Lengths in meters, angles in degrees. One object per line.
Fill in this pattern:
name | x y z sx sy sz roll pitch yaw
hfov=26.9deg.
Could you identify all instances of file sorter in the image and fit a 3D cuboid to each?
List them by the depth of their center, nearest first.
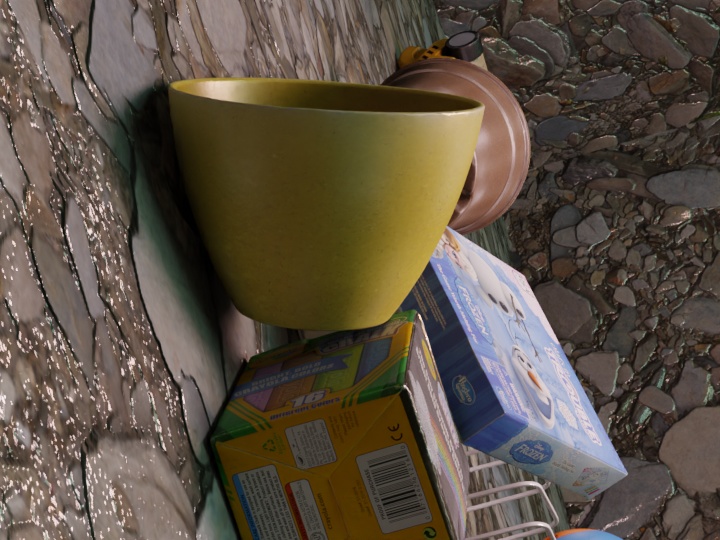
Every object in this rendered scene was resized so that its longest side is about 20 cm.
file sorter | 0.132 0.220 1.584 0.139 0.124 0.201 61 17 -53

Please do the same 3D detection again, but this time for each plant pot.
plant pot | -0.025 -0.042 0.959 0.200 0.199 0.143 -62 156 -77
plant pot | 0.068 -0.121 1.594 0.198 0.199 0.201 -33 107 -73

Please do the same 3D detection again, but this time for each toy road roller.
toy road roller | 0.112 -0.287 2.381 0.200 0.145 0.123 -47 131 -34

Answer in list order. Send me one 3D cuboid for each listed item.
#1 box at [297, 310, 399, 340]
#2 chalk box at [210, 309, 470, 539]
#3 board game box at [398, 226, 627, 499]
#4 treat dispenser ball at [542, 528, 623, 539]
box | 0.000 0.000 1.251 0.200 0.094 0.078 -49 122 -80
chalk box | -0.006 0.110 0.954 0.200 0.123 0.125 -71 144 -75
board game box | 0.102 0.060 1.130 0.199 0.043 0.201 30 29 -51
treat dispenser ball | 0.284 0.429 1.906 0.201 0.200 0.202 -15 90 -81
